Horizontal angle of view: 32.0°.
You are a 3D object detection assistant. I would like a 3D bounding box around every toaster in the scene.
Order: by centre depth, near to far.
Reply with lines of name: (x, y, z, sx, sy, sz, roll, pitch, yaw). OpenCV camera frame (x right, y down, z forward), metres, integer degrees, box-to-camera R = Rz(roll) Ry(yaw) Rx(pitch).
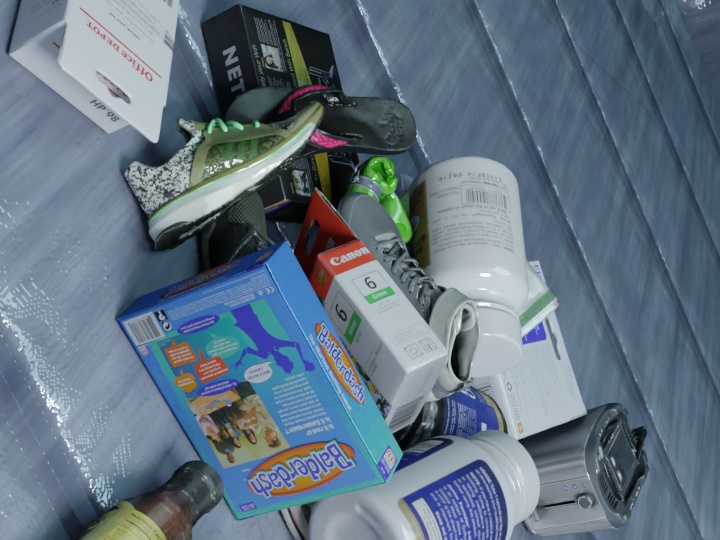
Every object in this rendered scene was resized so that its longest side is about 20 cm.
toaster: (0.259, 0.236, 1.498, 0.114, 0.129, 0.200, 66, 30, -11)

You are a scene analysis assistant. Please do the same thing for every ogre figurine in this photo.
ogre figurine: (0.000, 0.000, 1.217, 0.098, 0.200, 0.120, 31, 39, 14)

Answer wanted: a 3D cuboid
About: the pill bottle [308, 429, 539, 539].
pill bottle: (0.063, 0.211, 1.089, 0.200, 0.119, 0.120, -17, 88, -45)

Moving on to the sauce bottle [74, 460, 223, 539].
sauce bottle: (-0.161, 0.196, 0.875, 0.066, 0.066, 0.200, 66, 28, -8)

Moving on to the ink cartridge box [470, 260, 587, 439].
ink cartridge box: (0.177, 0.089, 1.432, 0.200, 0.043, 0.199, -4, 76, -57)

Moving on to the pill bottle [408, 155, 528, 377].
pill bottle: (0.108, -0.003, 1.243, 0.114, 0.114, 0.201, 37, 42, -45)

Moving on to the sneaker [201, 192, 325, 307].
sneaker: (-0.082, 0.001, 1.077, 0.076, 0.114, 0.200, 45, 36, -41)

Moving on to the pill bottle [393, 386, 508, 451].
pill bottle: (0.051, 0.147, 1.215, 0.200, 0.112, 0.112, 29, 49, -51)

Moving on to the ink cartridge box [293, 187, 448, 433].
ink cartridge box: (-0.013, 0.037, 1.090, 0.050, 0.109, 0.200, -22, 61, -32)

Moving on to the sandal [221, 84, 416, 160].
sandal: (-0.033, -0.141, 1.159, 0.199, 0.045, 0.075, -4, 76, -25)

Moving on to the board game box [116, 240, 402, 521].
board game box: (-0.078, 0.092, 0.986, 0.201, 0.152, 0.045, 63, 30, -15)

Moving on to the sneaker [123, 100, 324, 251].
sneaker: (-0.115, -0.104, 1.063, 0.200, 0.077, 0.089, -37, 90, -27)

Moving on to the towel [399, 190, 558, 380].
towel: (0.098, 0.004, 1.335, 0.149, 0.031, 0.200, -38, 83, -24)

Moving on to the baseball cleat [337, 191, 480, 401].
baseball cleat: (0.050, 0.013, 1.107, 0.070, 0.106, 0.201, -23, 89, -43)

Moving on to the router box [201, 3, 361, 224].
router box: (-0.071, -0.149, 1.243, 0.157, 0.052, 0.201, 5, 69, -58)

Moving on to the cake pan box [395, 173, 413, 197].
cake pan box: (0.089, 0.000, 1.432, 0.184, 0.052, 0.201, 20, 57, -57)

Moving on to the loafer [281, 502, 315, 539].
loafer: (-0.043, 0.151, 1.092, 0.072, 0.063, 0.201, -20, 95, -63)

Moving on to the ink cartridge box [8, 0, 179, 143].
ink cartridge box: (-0.212, -0.197, 1.015, 0.116, 0.067, 0.201, 40, 41, -43)
